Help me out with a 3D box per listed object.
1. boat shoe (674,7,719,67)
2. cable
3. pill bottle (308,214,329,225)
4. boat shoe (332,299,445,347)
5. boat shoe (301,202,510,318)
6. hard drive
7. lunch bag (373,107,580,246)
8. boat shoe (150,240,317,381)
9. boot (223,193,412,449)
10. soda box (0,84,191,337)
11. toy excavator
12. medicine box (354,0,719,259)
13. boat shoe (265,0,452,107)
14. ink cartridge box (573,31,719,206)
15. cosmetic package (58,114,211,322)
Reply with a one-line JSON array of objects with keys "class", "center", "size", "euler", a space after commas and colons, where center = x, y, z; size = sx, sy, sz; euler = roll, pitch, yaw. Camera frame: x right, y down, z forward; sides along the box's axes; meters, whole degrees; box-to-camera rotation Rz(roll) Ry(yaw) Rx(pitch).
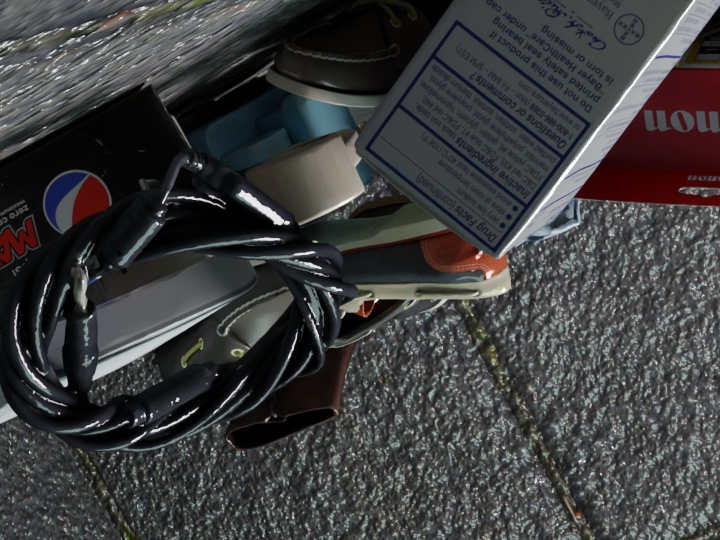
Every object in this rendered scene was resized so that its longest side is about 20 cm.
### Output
[{"class": "boat shoe", "center": [0.178, -0.162, 1.068], "size": [0.199, 0.073, 0.072], "euler": [-26, 154, -11]}, {"class": "cable", "center": [-0.086, 0.032, 0.845], "size": [0.163, 0.051, 0.200], "euler": [-47, 144, 4]}, {"class": "pill bottle", "center": [-0.112, -0.045, 1.211], "size": [0.111, 0.111, 0.200], "euler": [-28, -176, 42]}, {"class": "boat shoe", "center": [-0.037, 0.023, 1.148], "size": [0.199, 0.072, 0.068], "euler": [-17, -177, 21]}, {"class": "boat shoe", "center": [0.000, 0.000, 1.068], "size": [0.199, 0.063, 0.071], "euler": [-12, -161, 27]}, {"class": "hard drive", "center": [-0.151, 0.044, 0.958], "size": [0.131, 0.027, 0.200], "euler": [-25, 177, -28]}, {"class": "lunch bag", "center": [0.091, -0.114, 1.249], "size": [0.127, 0.201, 0.170], "euler": [-30, -178, -5]}, {"class": "boat shoe", "center": [-0.072, 0.037, 1.025], "size": [0.071, 0.061, 0.201], "euler": [-9, 165, -29]}, {"class": "boot", "center": [-0.010, 0.040, 1.227], "size": [0.199, 0.072, 0.167], "euler": [-22, -138, 24]}, {"class": "soda box", "center": [-0.174, -0.011, 0.841], "size": [0.199, 0.071, 0.063], "euler": [-31, -179, -13]}, {"class": "toy excavator", "center": [-0.040, -0.068, 1.006], "size": [0.199, 0.100, 0.194], "euler": [-17, -167, 43]}, {"class": "medicine box", "center": [0.110, -0.121, 0.930], "size": [0.200, 0.103, 0.182], "euler": [-53, 172, 15]}, {"class": "boat shoe", "center": [0.017, -0.139, 1.009], "size": [0.200, 0.072, 0.060], "euler": [-17, 130, -52]}, {"class": "ink cartridge box", "center": [0.247, -0.120, 1.128], "size": [0.199, 0.084, 0.176], "euler": [3, -146, 26]}, {"class": "cosmetic package", "center": [-0.176, -0.007, 0.989], "size": [0.103, 0.088, 0.200], "euler": [-27, 179, -42]}]
